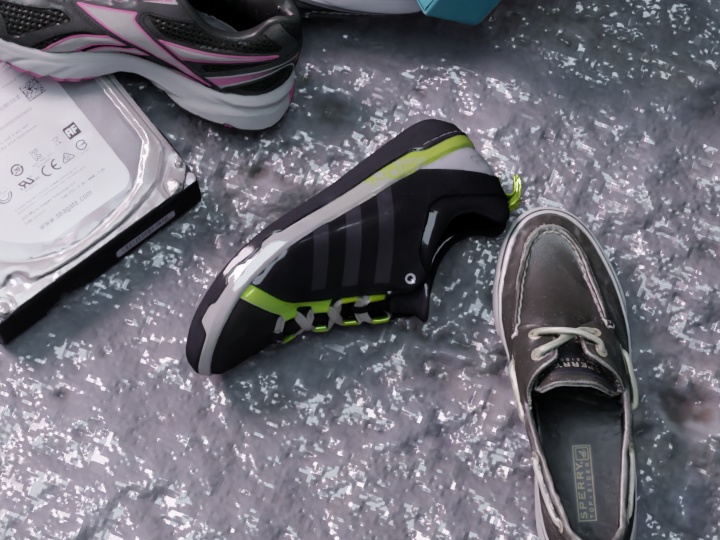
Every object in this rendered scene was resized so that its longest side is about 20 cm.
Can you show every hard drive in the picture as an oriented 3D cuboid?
[{"bbox_3d":[-0.200,-0.078,1.305,0.140,0.038,0.200,-36,73,-10],"label":"hard drive"}]

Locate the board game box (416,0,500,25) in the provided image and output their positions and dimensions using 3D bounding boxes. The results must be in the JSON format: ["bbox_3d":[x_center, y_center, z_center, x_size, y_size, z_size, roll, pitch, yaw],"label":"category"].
[{"bbox_3d":[0.077,-0.251,1.243,0.200,0.047,0.151,-44,60,30],"label":"board game box"}]

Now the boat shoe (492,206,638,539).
[{"bbox_3d":[0.112,0.056,1.235,0.071,0.064,0.200,-8,71,-1],"label":"boat shoe"}]

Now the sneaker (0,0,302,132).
[{"bbox_3d":[-0.121,-0.148,1.275,0.200,0.086,0.080,14,51,-12],"label":"sneaker"}]

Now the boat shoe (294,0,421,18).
[{"bbox_3d":[-0.052,-0.171,1.322,0.200,0.057,0.069,13,54,6],"label":"boat shoe"}]

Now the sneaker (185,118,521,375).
[{"bbox_3d":[0.000,0.000,1.254,0.200,0.072,0.083,-39,76,-11],"label":"sneaker"}]
